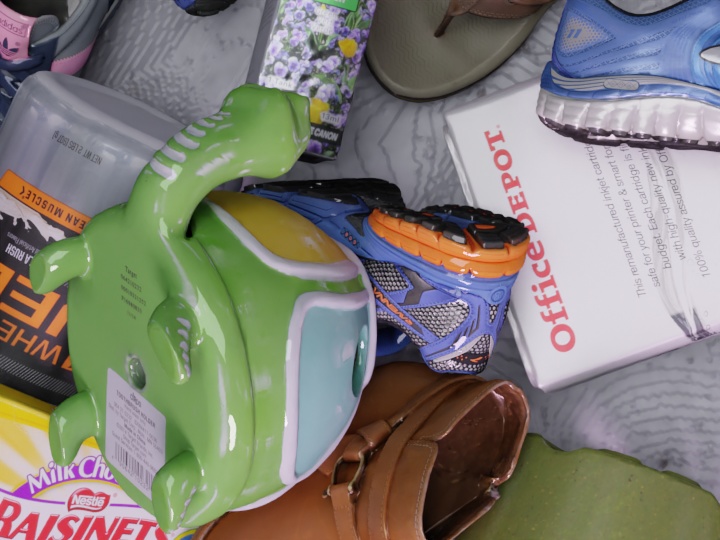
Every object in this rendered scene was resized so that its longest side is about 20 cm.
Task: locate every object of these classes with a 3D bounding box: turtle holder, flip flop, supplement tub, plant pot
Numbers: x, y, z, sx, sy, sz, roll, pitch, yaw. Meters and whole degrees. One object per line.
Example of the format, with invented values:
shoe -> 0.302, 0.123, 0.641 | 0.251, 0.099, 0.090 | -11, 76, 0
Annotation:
turtle holder -> -0.067, 0.016, 0.937 | 0.131, 0.141, 0.187 | -16, 95, -35
flip flop -> 0.084, -0.161, 1.041 | 0.199, 0.058, 0.081 | -31, 84, 7
supplement tub -> -0.151, 0.013, 1.035 | 0.122, 0.123, 0.201 | 27, 99, 9
plant pot -> 0.098, 0.186, 0.977 | 0.199, 0.200, 0.191 | 18, 78, 9

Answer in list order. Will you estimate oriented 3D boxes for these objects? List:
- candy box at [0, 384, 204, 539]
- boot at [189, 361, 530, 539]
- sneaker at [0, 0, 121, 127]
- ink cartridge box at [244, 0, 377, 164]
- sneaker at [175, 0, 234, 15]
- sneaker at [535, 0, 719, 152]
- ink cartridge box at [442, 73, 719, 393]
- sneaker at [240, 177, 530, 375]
candy box -> -0.128, 0.131, 1.013 | 0.026, 0.199, 0.103 | 32, 94, 52
boot -> -0.008, 0.128, 0.975 | 0.074, 0.154, 0.201 | 34, 70, -27
sneaker -> -0.180, -0.105, 1.070 | 0.070, 0.082, 0.201 | 21, 92, 9
ink cartridge box -> -0.014, -0.156, 1.028 | 0.050, 0.109, 0.201 | 15, 90, -7
sneaker -> -0.100, -0.226, 1.068 | 0.078, 0.075, 0.201 | -13, 80, 21
sneaker -> 0.181, -0.096, 0.929 | 0.199, 0.079, 0.090 | 6, 90, 9
ink cartridge box -> 0.157, -0.040, 1.012 | 0.199, 0.084, 0.146 | -20, 84, 7
sneaker -> 0.000, 0.000, 1.000 | 0.075, 0.200, 0.079 | -1, 102, -33
